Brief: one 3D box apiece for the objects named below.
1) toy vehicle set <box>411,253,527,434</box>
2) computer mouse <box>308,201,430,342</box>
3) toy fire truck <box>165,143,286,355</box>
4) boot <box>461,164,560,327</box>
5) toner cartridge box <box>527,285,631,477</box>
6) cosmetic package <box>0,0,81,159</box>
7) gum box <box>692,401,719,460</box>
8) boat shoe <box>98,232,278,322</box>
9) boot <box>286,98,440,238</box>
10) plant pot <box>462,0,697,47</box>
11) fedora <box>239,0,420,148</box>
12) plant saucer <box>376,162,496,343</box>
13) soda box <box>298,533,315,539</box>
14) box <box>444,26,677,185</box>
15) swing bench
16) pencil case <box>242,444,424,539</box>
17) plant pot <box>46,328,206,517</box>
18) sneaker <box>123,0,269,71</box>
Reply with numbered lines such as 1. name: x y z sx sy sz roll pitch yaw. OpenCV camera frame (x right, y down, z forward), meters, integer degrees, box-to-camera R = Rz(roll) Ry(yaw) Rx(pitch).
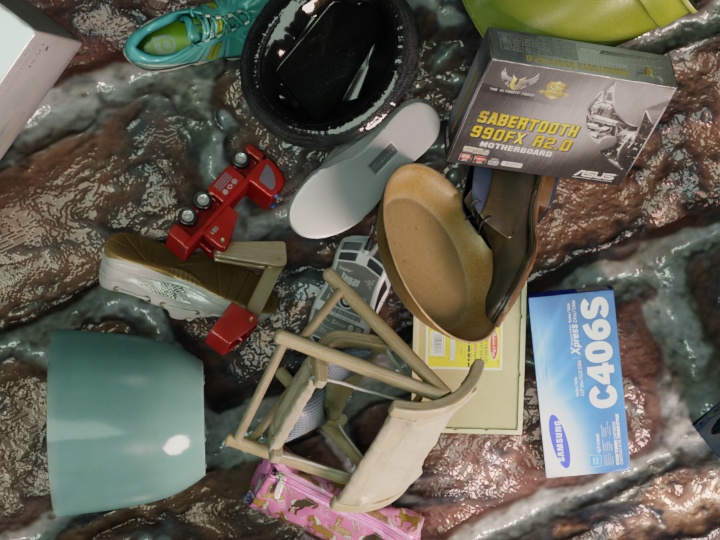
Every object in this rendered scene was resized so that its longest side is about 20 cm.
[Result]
1. toy vehicle set: 0.119 0.080 1.672 0.124 0.027 0.201 2 95 4
2. computer mouse: 0.000 0.000 1.666 0.109 0.044 0.200 24 96 12
3. toy fire truck: -0.130 -0.025 1.630 0.141 0.049 0.200 39 68 2
4. boot: 0.140 -0.038 1.610 0.097 0.075 0.200 21 62 -2
5. toner cartridge box: 0.239 0.121 1.658 0.095 0.043 0.201 -6 94 6
6. cosmetic package: -0.418 -0.200 1.602 0.123 0.200 0.200 37 96 -2
7. gum box: 0.433 0.137 1.566 0.170 0.200 0.045 -42 90 6
8. boat shoe: -0.192 0.021 1.676 0.200 0.071 0.069 20 122 -5
9. boot: -0.006 -0.109 1.618 0.200 0.096 0.074 -39 107 -11
10. plant pot: 0.213 -0.298 1.567 0.193 0.200 0.201 -33 92 18
11. fedora: -0.027 -0.220 1.619 0.200 0.092 0.201 -1 84 11
12. plant saucer: 0.075 -0.013 1.575 0.035 0.200 0.201 -25 93 32
13. soda box: 0.001 0.371 1.652 0.200 0.063 0.068 35 97 -21
14. box: 0.203 -0.166 1.565 0.200 0.159 0.048 7 53 -13
15. swing bench: -0.007 0.141 1.583 0.200 0.130 0.199 32 136 5
16. pencil case: -0.026 0.264 1.665 0.200 0.087 0.083 27 117 -1
17. plant pot: -0.246 0.162 1.628 0.161 0.201 0.201 -1 94 -6
18. sneaker: -0.160 -0.259 1.640 0.200 0.080 0.078 -19 93 5
